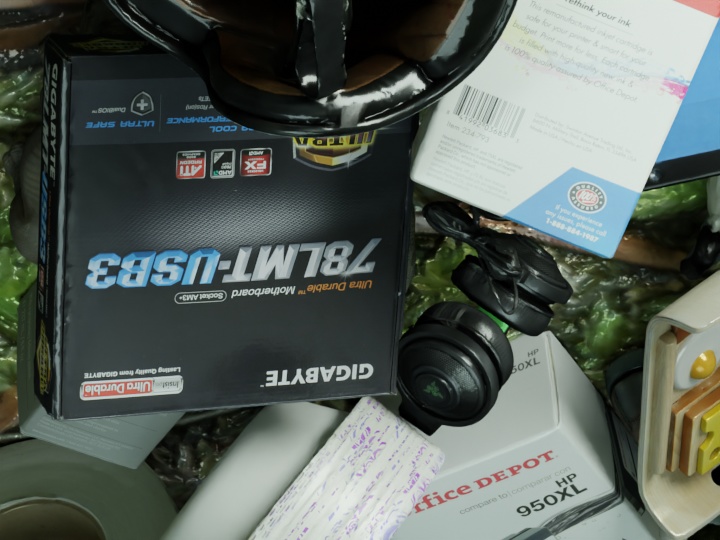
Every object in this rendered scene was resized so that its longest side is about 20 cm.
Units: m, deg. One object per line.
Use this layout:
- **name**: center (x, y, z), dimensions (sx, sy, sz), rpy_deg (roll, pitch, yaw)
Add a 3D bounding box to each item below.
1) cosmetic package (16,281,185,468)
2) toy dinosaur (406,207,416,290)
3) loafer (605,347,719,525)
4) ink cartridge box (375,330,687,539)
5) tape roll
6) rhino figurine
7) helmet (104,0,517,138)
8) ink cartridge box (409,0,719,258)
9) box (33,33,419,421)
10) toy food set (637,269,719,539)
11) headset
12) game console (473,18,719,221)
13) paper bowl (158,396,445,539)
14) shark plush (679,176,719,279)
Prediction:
- **cosmetic package**: center (-0.115, 0.010, 1.693), dimensions (0.090, 0.107, 0.200), rpy_deg (19, 130, -24)
- **toy dinosaur**: center (0.000, 0.000, 1.695), dimensions (0.077, 0.103, 0.200), rpy_deg (30, 128, -32)
- **loafer**: center (0.218, 0.126, 1.878), dimensions (0.072, 0.063, 0.200), rpy_deg (-28, 132, 23)
- **ink cartridge box**: center (0.103, 0.146, 1.873), dimensions (0.144, 0.084, 0.200), rpy_deg (-24, 133, 18)
- **tape roll**: center (-0.196, 0.201, 1.822), dimensions (0.202, 0.203, 0.071), rpy_deg (-11, 137, 7)
- **rhino figurine**: center (-0.147, -0.086, 1.599), dimensions (0.060, 0.088, 0.200), rpy_deg (8, 126, -19)
- **helmet**: center (-0.031, -0.174, 1.444), dimensions (0.199, 0.191, 0.201), rpy_deg (-18, 130, -23)
- **ink cartridge box**: center (0.113, -0.123, 1.509), dimensions (0.116, 0.067, 0.201), rpy_deg (22, 108, -4)
- **box**: center (-0.071, -0.025, 1.567), dimensions (0.199, 0.050, 0.199), rpy_deg (-2, 108, -21)
- **toy food set**: center (0.237, 0.061, 1.758), dimensions (0.143, 0.060, 0.200), rpy_deg (-34, 144, -26)
- **headset**: center (0.060, 0.020, 1.698), dimensions (0.094, 0.124, 0.200), rpy_deg (35, 161, 4)
- **game console**: center (0.134, -0.141, 1.546), dimensions (0.199, 0.117, 0.176), rpy_deg (-12, 137, 7)
- **paper bowl**: center (-0.049, 0.155, 1.713), dimensions (0.104, 0.201, 0.201), rpy_deg (37, 130, 2)
- **shark plush**: center (0.248, -0.047, 1.698), dimensions (0.083, 0.091, 0.200), rpy_deg (-13, 142, -39)
